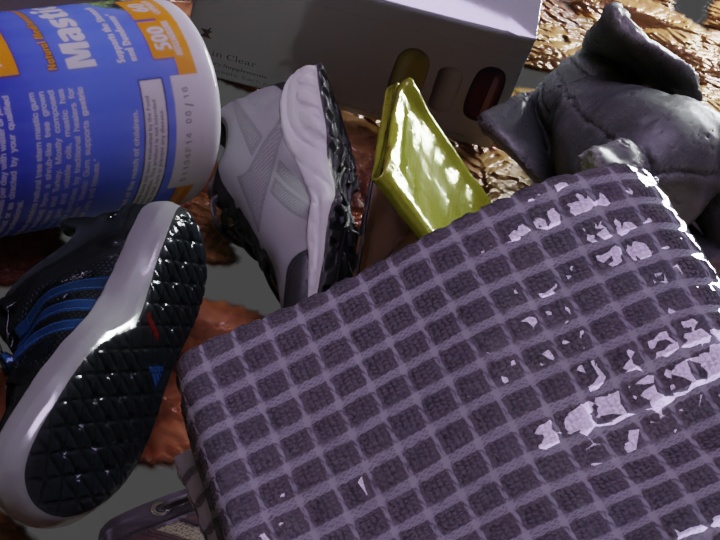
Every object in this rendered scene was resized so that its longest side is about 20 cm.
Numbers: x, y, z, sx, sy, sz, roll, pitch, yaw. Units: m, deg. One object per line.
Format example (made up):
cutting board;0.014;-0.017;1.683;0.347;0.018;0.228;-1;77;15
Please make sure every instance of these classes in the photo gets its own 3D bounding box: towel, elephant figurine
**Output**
towel;0.042;0.067;0.557;0.199;0.086;0.166;-23;53;-3
elephant figurine;0.139;-0.080;0.968;0.141;0.156;0.200;-17;47;-17
towel;0.069;0.003;0.819;0.200;0.018;0.086;51;25;-27

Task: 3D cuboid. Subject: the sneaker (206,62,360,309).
sneaker;-0.039;-0.022;0.883;0.079;0.074;0.201;-15;45;7

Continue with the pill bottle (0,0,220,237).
pill bottle;-0.180;-0.073;0.844;0.199;0.112;0.112;-12;46;-34

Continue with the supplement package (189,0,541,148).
supplement package;0.008;-0.188;1.029;0.199;0.111;0.156;14;57;-4

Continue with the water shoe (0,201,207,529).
water shoe;-0.133;0.043;0.770;0.078;0.072;0.200;-3;34;21

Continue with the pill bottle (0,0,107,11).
pill bottle;-0.182;-0.216;1.017;0.119;0.120;0.201;11;38;-9

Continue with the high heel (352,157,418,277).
high heel;0.000;0.000;0.784;0.200;0.071;0.143;0;67;-62

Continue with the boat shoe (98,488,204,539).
boat shoe;-0.017;0.100;0.721;0.199;0.073;0.065;-14;52;-34
